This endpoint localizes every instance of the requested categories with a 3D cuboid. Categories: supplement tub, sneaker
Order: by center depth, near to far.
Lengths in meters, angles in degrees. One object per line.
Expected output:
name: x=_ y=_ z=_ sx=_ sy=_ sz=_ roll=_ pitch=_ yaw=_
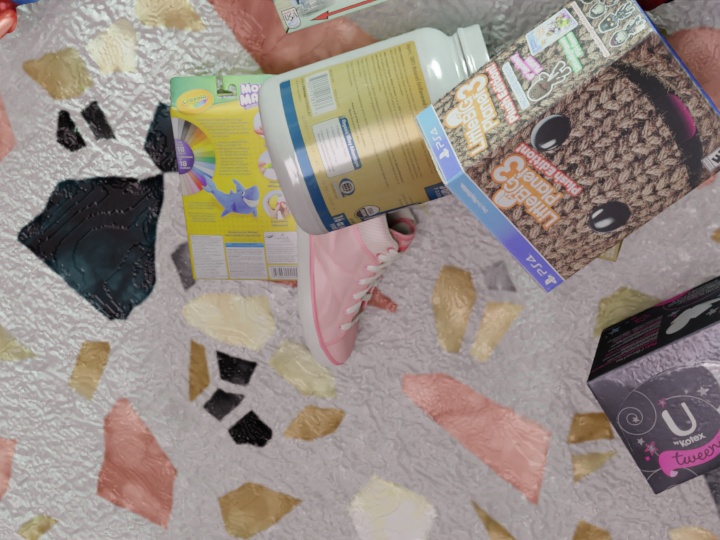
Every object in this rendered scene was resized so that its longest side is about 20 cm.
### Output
supplement tub: x=0.025 y=-0.124 z=1.566 sx=0.200 sy=0.145 sz=0.145 roll=-17 pitch=108 yaw=7
sneaker: x=0.000 y=0.000 z=1.681 sx=0.104 sy=0.075 sz=0.201 roll=4 pitch=111 yaw=19

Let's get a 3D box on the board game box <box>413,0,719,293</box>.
board game box: x=0.175 y=-0.109 z=1.457 sx=0.200 sy=0.097 sz=0.159 roll=-37 pitch=128 yaw=14

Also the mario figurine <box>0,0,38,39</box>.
mario figurine: x=-0.331 y=-0.267 z=1.642 sx=0.200 sy=0.124 sz=0.106 roll=-21 pitch=118 yaw=19

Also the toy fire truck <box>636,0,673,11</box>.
toy fire truck: x=0.276 y=-0.256 z=1.415 sx=0.176 sy=0.200 sz=0.129 roll=-32 pitch=101 yaw=26

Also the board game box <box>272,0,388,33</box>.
board game box: x=0.002 y=-0.299 z=1.576 sx=0.200 sy=0.029 sz=0.135 roll=-16 pitch=109 yaw=22

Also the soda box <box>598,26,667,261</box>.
soda box: x=0.212 y=-0.114 z=1.575 sx=0.068 sy=0.064 sz=0.200 roll=13 pitch=117 yaw=11

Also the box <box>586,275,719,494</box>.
box: x=0.321 y=0.089 z=1.603 sx=0.200 sy=0.115 sz=0.132 roll=-27 pitch=103 yaw=25

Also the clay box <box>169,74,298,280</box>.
clay box: x=-0.109 y=-0.090 z=1.690 sx=0.115 sy=0.048 sz=0.200 roll=1 pitch=112 yaw=14
